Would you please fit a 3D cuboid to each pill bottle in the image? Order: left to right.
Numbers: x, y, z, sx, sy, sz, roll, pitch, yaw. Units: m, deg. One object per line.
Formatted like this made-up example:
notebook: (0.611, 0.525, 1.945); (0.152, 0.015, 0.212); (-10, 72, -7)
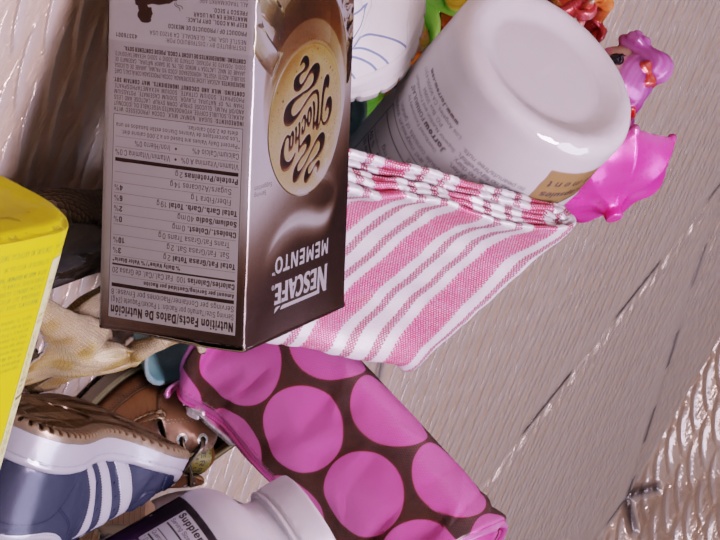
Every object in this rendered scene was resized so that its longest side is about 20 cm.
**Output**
pill bottle: (-0.106, 0.189, 1.479); (0.199, 0.113, 0.113); (-29, 156, -15)
pill bottle: (0.049, -0.052, 1.575); (0.200, 0.114, 0.114); (-47, 174, 39)

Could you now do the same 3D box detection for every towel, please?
towel: (0.000, 0.000, 1.494); (0.199, 0.030, 0.146); (12, 139, -39)

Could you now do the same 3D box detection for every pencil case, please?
pencil case: (-0.014, 0.102, 1.584); (0.094, 0.200, 0.091); (-42, 165, -11)

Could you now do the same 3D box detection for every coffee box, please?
coffee box: (-0.060, -0.074, 1.322); (0.113, 0.079, 0.201); (-25, 120, -64)

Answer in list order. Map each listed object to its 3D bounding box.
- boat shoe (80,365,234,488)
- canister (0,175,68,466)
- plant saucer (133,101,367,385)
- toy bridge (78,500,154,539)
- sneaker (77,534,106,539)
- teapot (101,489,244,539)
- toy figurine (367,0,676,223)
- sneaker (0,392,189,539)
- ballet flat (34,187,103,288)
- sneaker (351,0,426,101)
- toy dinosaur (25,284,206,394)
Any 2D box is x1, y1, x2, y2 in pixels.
boat shoe: (-0.110, 0.089, 1.642); (0.200, 0.068, 0.072); (-36, 157, -50)
canister: (-0.207, 0.062, 1.205); (0.148, 0.086, 0.201); (-12, 124, -58)
plant saucer: (-0.070, -0.027, 1.584); (0.200, 0.036, 0.200); (-51, 167, -17)
toy bridge: (-0.149, 0.217, 1.546); (0.027, 0.067, 0.201); (68, 22, -71)
sneaker: (-0.157, 0.180, 1.679); (0.200, 0.075, 0.087); (-34, 147, -56)
teapot: (-0.083, 0.234, 1.634); (0.201, 0.146, 0.197); (-63, 151, -1)
toy figurine: (0.114, -0.115, 1.720); (0.201, 0.184, 0.150); (-57, 165, -5)
sneaker: (-0.156, 0.123, 1.430); (0.109, 0.070, 0.200); (-68, 161, 2)
ballet flat: (-0.138, -0.023, 1.399); (0.067, 0.047, 0.200); (-34, 169, 25)
sneaker: (-0.024, -0.126, 1.491); (0.200, 0.074, 0.087); (-46, 155, -40)
toy dinosaur: (-0.132, 0.033, 1.392); (0.101, 0.058, 0.200); (-25, 169, -10)
